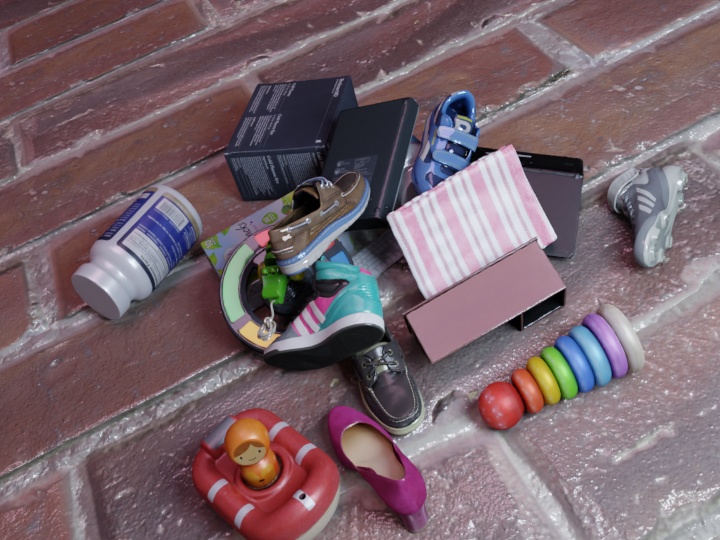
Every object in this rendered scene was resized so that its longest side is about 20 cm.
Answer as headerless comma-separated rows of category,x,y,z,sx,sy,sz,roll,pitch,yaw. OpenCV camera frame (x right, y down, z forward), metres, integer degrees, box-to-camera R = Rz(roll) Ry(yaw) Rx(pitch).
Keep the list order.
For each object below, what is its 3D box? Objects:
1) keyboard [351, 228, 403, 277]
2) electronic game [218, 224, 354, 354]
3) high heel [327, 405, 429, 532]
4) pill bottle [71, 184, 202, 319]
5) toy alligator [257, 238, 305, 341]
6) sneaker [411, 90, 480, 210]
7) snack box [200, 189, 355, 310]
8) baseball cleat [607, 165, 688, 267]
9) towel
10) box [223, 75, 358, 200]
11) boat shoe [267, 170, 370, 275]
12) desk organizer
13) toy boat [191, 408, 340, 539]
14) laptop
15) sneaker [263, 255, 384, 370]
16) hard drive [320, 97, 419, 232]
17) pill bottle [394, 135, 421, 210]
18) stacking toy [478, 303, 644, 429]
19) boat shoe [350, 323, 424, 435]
keyboard,0.000,0.000,1.228,0.199,0.011,0.056,-38,46,-19
electronic game,-0.100,0.024,1.172,0.195,0.042,0.204,-1,64,2
high heel,0.013,0.199,0.955,0.067,0.097,0.199,-34,45,-17
pill bottle,-0.345,-0.028,1.301,0.114,0.117,0.201,14,51,31
toy alligator,-0.111,-0.002,1.114,0.058,0.055,0.203,-6,45,21
sneaker,0.122,-0.168,1.168,0.073,0.082,0.204,20,55,-20
snack box,-0.127,-0.036,1.278,0.198,0.054,0.142,-31,44,-12
baseball cleat,0.378,-0.073,1.139,0.105,0.071,0.200,5,38,33
towel,0.148,-0.056,1.112,0.197,0.148,0.030,-30,8,-5
box,-0.108,-0.225,1.427,0.178,0.105,0.202,-1,45,19
boat shoe,-0.052,-0.082,1.107,0.071,0.073,0.201,-7,34,37
desk organizer,0.159,0.049,1.070,0.197,0.072,0.078,-29,64,-2
toy boat,-0.115,0.220,0.954,0.198,0.132,0.130,28,59,38
laptop,0.231,-0.106,1.226,0.173,0.106,0.200,8,19,11
sneaker,-0.049,0.047,1.072,0.198,0.083,0.123,-23,52,37
hard drive,0.003,-0.153,1.225,0.137,0.033,0.204,-3,62,38
pill bottle,0.056,-0.157,1.289,0.107,0.110,0.200,-27,39,-10
stacking toy,0.226,0.121,0.983,0.197,0.086,0.086,-28,43,-1
boat shoe,0.020,0.119,1.058,0.072,0.066,0.201,-26,42,-6
